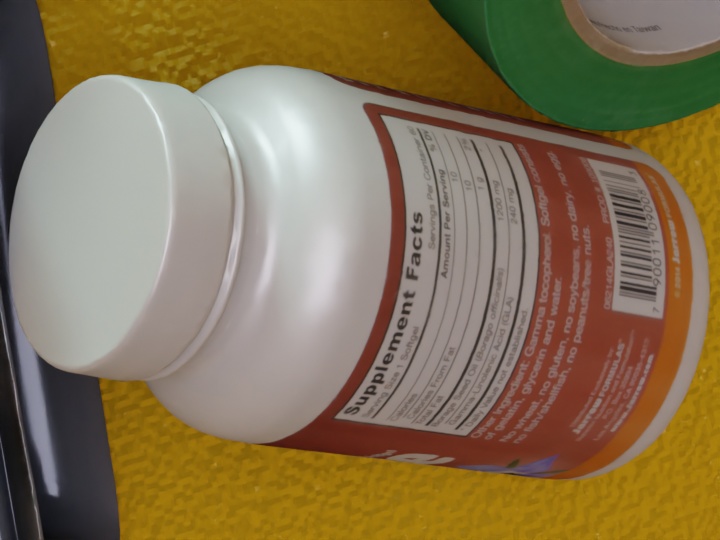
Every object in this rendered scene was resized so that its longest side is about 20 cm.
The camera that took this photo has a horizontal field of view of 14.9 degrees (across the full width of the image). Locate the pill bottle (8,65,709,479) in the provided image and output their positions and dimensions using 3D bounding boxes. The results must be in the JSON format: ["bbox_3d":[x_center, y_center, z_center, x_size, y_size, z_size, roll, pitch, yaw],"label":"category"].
[{"bbox_3d":[0.000,0.000,0.830,0.199,0.112,0.113,10,95,-37],"label":"pill bottle"}]

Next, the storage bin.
[{"bbox_3d":[-0.162,0.014,0.850,0.134,0.146,0.201,-9,96,6],"label":"storage bin"}]

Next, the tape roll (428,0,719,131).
[{"bbox_3d":[0.106,-0.136,0.834,0.200,0.201,0.048,-40,56,-1],"label":"tape roll"}]
